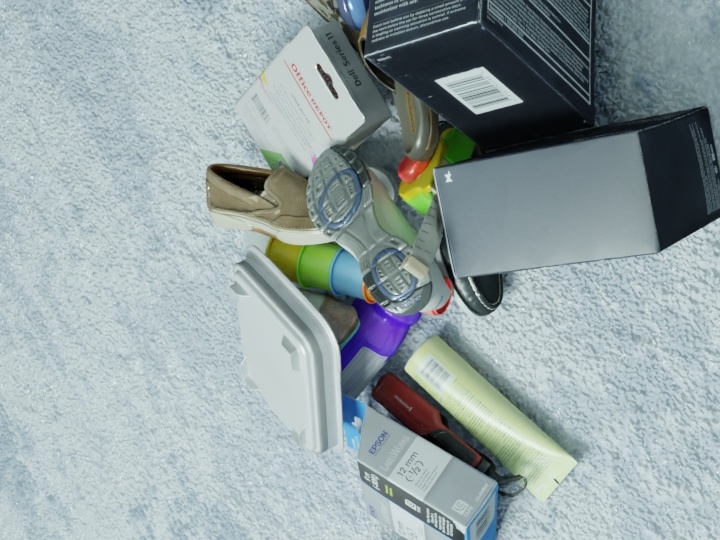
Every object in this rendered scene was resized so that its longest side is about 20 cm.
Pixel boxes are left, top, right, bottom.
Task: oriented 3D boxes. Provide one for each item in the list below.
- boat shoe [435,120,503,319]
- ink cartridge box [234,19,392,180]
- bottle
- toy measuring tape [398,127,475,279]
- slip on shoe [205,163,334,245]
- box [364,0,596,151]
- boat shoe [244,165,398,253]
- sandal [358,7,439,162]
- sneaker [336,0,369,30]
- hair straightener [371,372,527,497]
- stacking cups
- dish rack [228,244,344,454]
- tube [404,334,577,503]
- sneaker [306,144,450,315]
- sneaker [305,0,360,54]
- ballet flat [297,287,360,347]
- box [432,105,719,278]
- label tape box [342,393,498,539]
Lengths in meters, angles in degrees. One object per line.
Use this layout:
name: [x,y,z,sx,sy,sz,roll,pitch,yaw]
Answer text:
boat shoe: [0.108,-0.053,1.296,0.060,0.075,0.202,-17,92,41]
ink cartridge box: [-0.043,-0.171,1.325,0.118,0.067,0.200,59,149,1]
bottle: [0.010,0.065,1.384,0.065,0.084,0.200,31,119,-13]
toy measuring tape: [0.060,-0.059,1.205,0.073,0.201,0.074,12,139,11]
slip on shoe: [-0.078,-0.075,1.336,0.199,0.076,0.061,11,125,36]
box: [0.111,-0.241,1.134,0.122,0.200,0.200,-10,64,35]
boat shoe: [-0.035,-0.067,1.395,0.199,0.064,0.071,-19,92,34]
sandal: [0.027,-0.195,1.189,0.082,0.054,0.202,142,121,-75]
sneaker: [0.028,-0.330,1.262,0.082,0.074,0.202,13,88,16]
hair straightener: [0.099,0.178,1.367,0.199,0.077,0.041,31,81,35]
stacking cups: [0.000,0.000,1.318,0.198,0.060,0.061,12,107,28]
dish rack: [-0.081,0.091,1.338,0.172,0.043,0.201,44,151,36]
tube: [0.133,0.151,1.347,0.200,0.058,0.052,43,86,15]
sneaker: [0.016,-0.034,1.245,0.074,0.087,0.201,-38,65,17]
sneaker: [0.006,-0.267,1.333,0.076,0.070,0.200,-45,71,6]
ballet flat: [-0.063,0.050,1.382,0.067,0.068,0.200,41,165,-14]
box: [0.198,-0.070,1.165,0.199,0.182,0.105,-8,97,35]
label tape box: [0.045,0.223,1.359,0.199,0.066,0.144,27,154,21]
